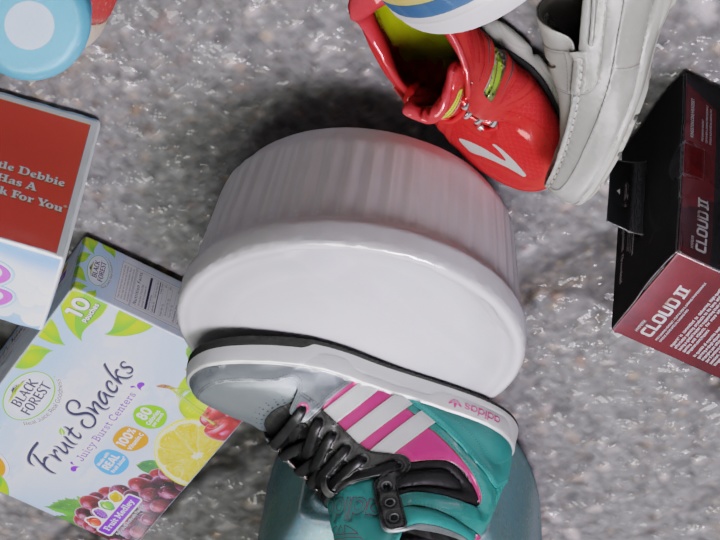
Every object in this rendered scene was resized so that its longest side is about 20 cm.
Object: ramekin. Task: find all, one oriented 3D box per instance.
[{"bbox_3d":[0.000,0.000,1.724,0.202,0.094,0.203,7,149,4],"label":"ramekin"}]

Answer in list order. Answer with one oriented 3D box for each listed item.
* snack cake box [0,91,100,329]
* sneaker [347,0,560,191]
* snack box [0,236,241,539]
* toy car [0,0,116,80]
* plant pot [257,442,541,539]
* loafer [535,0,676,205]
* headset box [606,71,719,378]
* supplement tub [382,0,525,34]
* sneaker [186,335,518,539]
[{"bbox_3d":[-0.260,-0.054,1.720,0.199,0.115,0.067,16,135,-6],"label":"snack cake box"},{"bbox_3d":[0.047,-0.103,1.643,0.077,0.085,0.200,-21,128,28],"label":"sneaker"},{"bbox_3d":[-0.158,0.080,1.880,0.142,0.053,0.200,27,133,-15],"label":"snack box"},{"bbox_3d":[-0.186,-0.226,1.533,0.176,0.184,0.200,19,106,-11],"label":"toy car"},{"bbox_3d":[0.019,0.192,1.876,0.195,0.197,0.200,5,128,4],"label":"plant pot"},{"bbox_3d":[0.126,-0.127,1.613,0.070,0.070,0.200,14,120,-2],"label":"loafer"},{"bbox_3d":[0.227,-0.009,1.664,0.200,0.149,0.077,22,133,-14],"label":"headset box"},{"bbox_3d":[0.016,-0.229,1.481,0.144,0.145,0.200,-27,125,31],"label":"supplement tub"},{"bbox_3d":[-0.011,0.118,1.710,0.199,0.121,0.084,16,148,-11],"label":"sneaker"}]
